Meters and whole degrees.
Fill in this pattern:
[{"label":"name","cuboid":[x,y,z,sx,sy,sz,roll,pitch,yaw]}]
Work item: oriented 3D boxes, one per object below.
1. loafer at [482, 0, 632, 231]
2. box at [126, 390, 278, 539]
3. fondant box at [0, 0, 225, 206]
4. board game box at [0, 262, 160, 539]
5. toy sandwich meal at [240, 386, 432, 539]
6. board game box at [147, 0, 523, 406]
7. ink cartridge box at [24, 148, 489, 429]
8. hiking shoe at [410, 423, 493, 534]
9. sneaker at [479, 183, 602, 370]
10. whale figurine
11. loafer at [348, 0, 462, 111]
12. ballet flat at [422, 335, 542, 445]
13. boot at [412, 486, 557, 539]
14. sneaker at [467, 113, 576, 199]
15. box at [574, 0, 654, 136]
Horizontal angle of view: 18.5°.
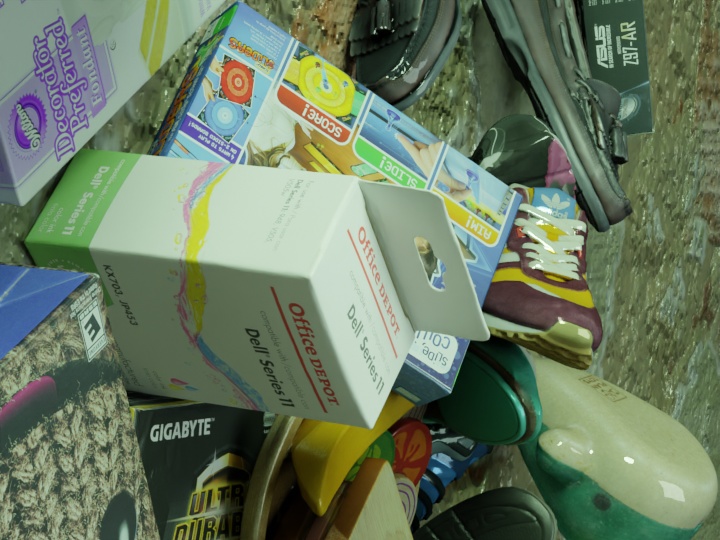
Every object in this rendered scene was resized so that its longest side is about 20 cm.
[{"label":"loafer","cuboid":[0.141,-0.121,1.458,0.072,0.063,0.200,62,4,-64]},{"label":"box","cuboid":[-0.095,0.142,1.187,0.200,0.049,0.160,1,97,-64]},{"label":"fondant box","cuboid":[-0.142,-0.142,1.012,0.200,0.058,0.144,-52,140,-45]},{"label":"board game box","cuboid":[-0.174,0.119,0.962,0.159,0.097,0.200,-50,138,-49]},{"label":"toy sandwich meal","cuboid":[0.001,0.140,1.232,0.205,0.070,0.205,-33,129,-52]},{"label":"board game box","cuboid":[-0.017,-0.035,1.189,0.200,0.034,0.135,34,59,-19]},{"label":"ink cartridge box","cuboid":[-0.049,0.011,1.075,0.067,0.200,0.117,-64,148,-35]},{"label":"hiking shoe","cuboid":[0.018,0.135,1.404,0.200,0.074,0.087,-17,121,-52]},{"label":"sneaker","cuboid":[0.098,-0.005,1.274,0.090,0.075,0.200,-66,-163,4]},{"label":"whale figurine","cuboid":[0.153,0.129,1.562,0.104,0.200,0.159,-59,161,19]},{"label":"loafer","cuboid":[0.027,-0.182,1.354,0.063,0.072,0.200,47,45,-33]},{"label":"ballet flat","cuboid":[0.063,0.061,1.323,0.070,0.200,0.067,-20,102,-30]},{"label":"boot","cuboid":[0.064,0.209,1.423,0.204,0.073,0.154,-47,163,16]},{"label":"sneaker","cuboid":[0.081,-0.046,1.442,0.200,0.080,0.086,103,-29,-58]},{"label":"box","cuboid":[0.173,-0.217,1.582,0.160,0.043,0.200,-90,173,-61]}]
